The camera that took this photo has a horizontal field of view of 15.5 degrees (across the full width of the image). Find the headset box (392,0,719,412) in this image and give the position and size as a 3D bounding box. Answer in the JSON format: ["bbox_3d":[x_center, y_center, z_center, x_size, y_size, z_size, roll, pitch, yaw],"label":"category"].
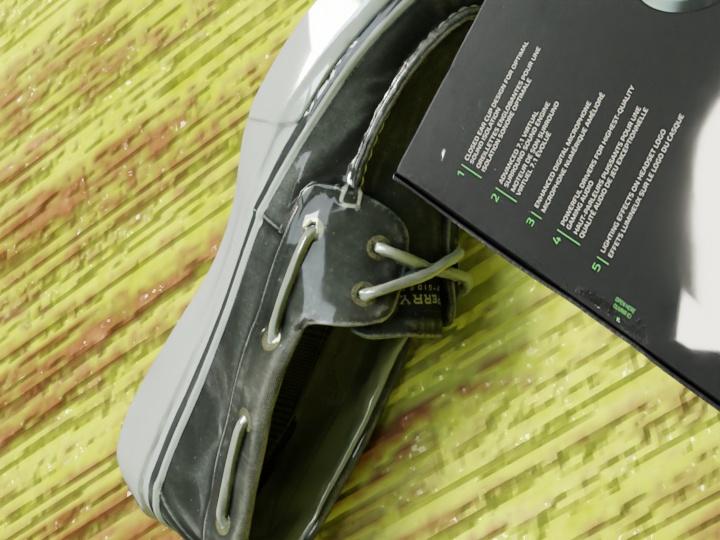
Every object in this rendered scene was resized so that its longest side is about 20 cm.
[{"bbox_3d":[0.122,-0.051,0.621,0.200,0.093,0.174,36,103,46],"label":"headset box"}]

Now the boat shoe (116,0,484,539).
[{"bbox_3d":[0.000,0.000,0.756,0.071,0.072,0.200,39,115,36],"label":"boat shoe"}]
